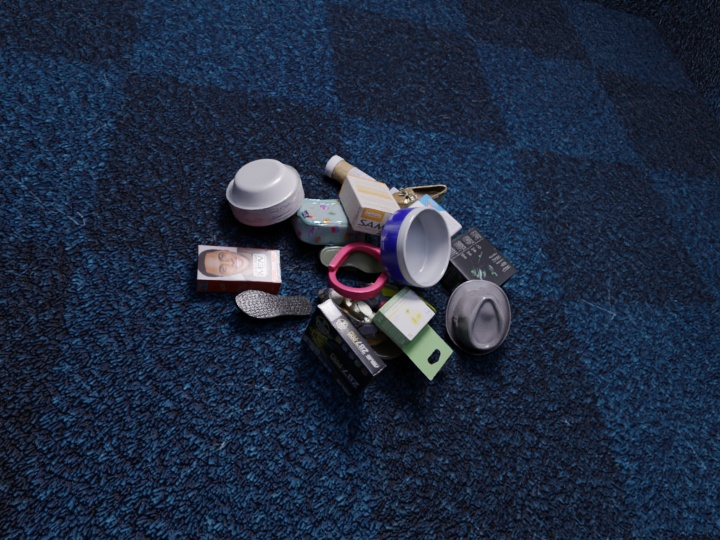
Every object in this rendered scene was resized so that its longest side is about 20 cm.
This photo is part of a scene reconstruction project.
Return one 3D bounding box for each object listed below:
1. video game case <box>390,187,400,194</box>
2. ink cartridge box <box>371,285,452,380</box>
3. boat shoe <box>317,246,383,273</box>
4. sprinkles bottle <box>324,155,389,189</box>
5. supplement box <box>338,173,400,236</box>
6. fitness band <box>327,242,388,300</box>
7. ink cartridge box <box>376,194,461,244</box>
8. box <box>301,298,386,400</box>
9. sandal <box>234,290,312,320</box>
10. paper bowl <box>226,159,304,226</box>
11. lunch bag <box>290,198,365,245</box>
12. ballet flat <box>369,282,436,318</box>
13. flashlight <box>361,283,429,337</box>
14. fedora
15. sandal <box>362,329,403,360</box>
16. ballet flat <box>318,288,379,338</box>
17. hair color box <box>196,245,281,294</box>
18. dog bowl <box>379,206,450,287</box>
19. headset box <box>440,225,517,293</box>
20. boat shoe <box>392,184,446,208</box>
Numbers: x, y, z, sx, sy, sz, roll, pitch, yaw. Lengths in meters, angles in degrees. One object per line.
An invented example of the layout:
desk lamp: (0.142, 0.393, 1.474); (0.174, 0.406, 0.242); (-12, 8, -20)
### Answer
video game case: (0.131, -0.144, 1.590); (0.200, 0.023, 0.182); (37, 52, 6)
ink cartridge box: (0.139, 0.146, 1.270); (0.200, 0.048, 0.146); (44, 39, 8)
boat shoe: (-0.016, -0.035, 1.431); (0.201, 0.061, 0.072); (6, 94, -17)
sprinkles bottle: (-0.011, -0.268, 1.577); (0.200, 0.068, 0.068); (34, 52, 14)
supplement box: (0.026, -0.174, 1.417); (0.126, 0.074, 0.200); (11, 31, -22)
fitness band: (0.000, 0.000, 1.328); (0.144, 0.037, 0.200); (25, 41, 10)
ink cartridge box: (0.169, -0.106, 1.508); (0.146, 0.086, 0.200); (45, 58, 11)
box: (-0.043, 0.184, 1.212); (0.049, 0.161, 0.200); (-31, 73, -33)
sandal: (-0.214, 0.096, 1.288); (0.200, 0.048, 0.075); (8, 53, -31)
paper bowl: (-0.257, -0.218, 1.399); (0.200, 0.104, 0.201); (-5, 47, 5)
lunch bag: (-0.091, -0.140, 1.448); (0.200, 0.077, 0.160); (1, 36, -22)
ballet flat: (0.108, 0.075, 1.406); (0.200, 0.067, 0.067); (14, 46, -9)
flashlight: (0.082, 0.118, 1.333); (0.200, 0.068, 0.068); (39, 77, -8)
fedora: (0.317, 0.127, 1.372); (0.177, 0.090, 0.200); (10, 92, -4)
sandal: (0.020, 0.158, 1.320); (0.200, 0.054, 0.080); (30, 52, 2)
ballet flat: (-0.025, 0.086, 1.307); (0.200, 0.072, 0.072); (37, 51, 27)
hair color box: (-0.302, 0.000, 1.305); (0.200, 0.061, 0.102); (2, 57, -18)
dog bowl: (0.141, -0.059, 1.324); (0.200, 0.079, 0.200); (-6, 98, -47)
headset box: (0.327, -0.001, 1.519); (0.174, 0.093, 0.200); (-32, 73, -35)
boat shoe: (0.171, -0.229, 1.608); (0.200, 0.063, 0.073); (-14, 64, -28)
